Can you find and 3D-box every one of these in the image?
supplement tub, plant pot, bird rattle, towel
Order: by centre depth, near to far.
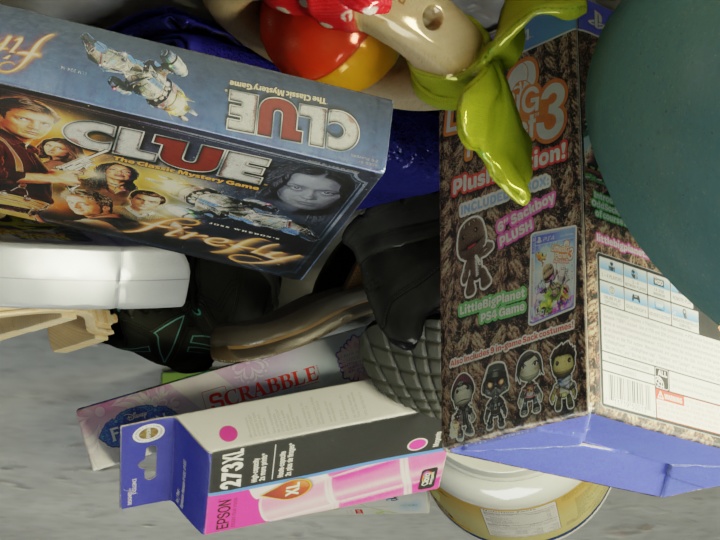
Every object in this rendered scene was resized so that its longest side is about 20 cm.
[{"bbox_3d":[0.174,-0.068,0.859,0.200,0.201,0.134,19,-178,-44],"label":"plant pot"},{"bbox_3d":[-0.004,-0.104,0.860,0.199,0.113,0.163,19,170,-36],"label":"bird rattle"},{"bbox_3d":[-0.058,-0.077,1.012,0.199,0.050,0.147,17,162,-41],"label":"towel"},{"bbox_3d":[0.102,0.100,1.363,0.144,0.145,0.200,-3,160,7],"label":"supplement tub"}]

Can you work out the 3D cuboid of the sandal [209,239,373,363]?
[{"bbox_3d":[0.000,0.000,1.161,0.199,0.055,0.082,-20,-178,-17],"label":"sandal"}]

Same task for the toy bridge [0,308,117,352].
[{"bbox_3d":[-0.185,0.022,1.105,0.067,0.027,0.200,-17,170,21],"label":"toy bridge"}]

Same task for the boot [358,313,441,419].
[{"bbox_3d":[0.107,0.026,1.191,0.199,0.131,0.068,-3,117,15],"label":"boot"}]

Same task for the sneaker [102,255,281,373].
[{"bbox_3d":[-0.107,0.021,1.240,0.079,0.076,0.200,11,158,-22],"label":"sneaker"}]

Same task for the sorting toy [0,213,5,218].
[{"bbox_3d":[-0.246,-0.096,0.910,0.199,0.070,0.199,5,160,-16],"label":"sorting toy"}]

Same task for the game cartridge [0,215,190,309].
[{"bbox_3d":[-0.194,-0.011,1.028,0.199,0.041,0.133,3,-165,-24],"label":"game cartridge"}]

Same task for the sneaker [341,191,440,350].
[{"bbox_3d":[0.094,-0.008,1.107,0.199,0.091,0.076,-14,168,-2],"label":"sneaker"}]

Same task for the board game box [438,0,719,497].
[{"bbox_3d":[0.125,-0.006,0.974,0.159,0.201,0.097,17,156,-39],"label":"board game box"}]

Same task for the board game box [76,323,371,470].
[{"bbox_3d":[-0.076,0.080,1.296,0.198,0.041,0.200,-16,178,-6],"label":"board game box"}]

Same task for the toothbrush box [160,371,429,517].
[{"bbox_3d":[-0.047,0.134,1.551,0.199,0.087,0.146,-2,161,2],"label":"toothbrush box"}]

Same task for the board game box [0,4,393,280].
[{"bbox_3d":[-0.101,-0.053,0.837,0.199,0.035,0.136,13,158,-12],"label":"board game box"}]

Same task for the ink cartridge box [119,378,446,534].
[{"bbox_3d":[-0.044,0.111,1.205,0.199,0.037,0.095,-8,144,-13],"label":"ink cartridge box"}]
